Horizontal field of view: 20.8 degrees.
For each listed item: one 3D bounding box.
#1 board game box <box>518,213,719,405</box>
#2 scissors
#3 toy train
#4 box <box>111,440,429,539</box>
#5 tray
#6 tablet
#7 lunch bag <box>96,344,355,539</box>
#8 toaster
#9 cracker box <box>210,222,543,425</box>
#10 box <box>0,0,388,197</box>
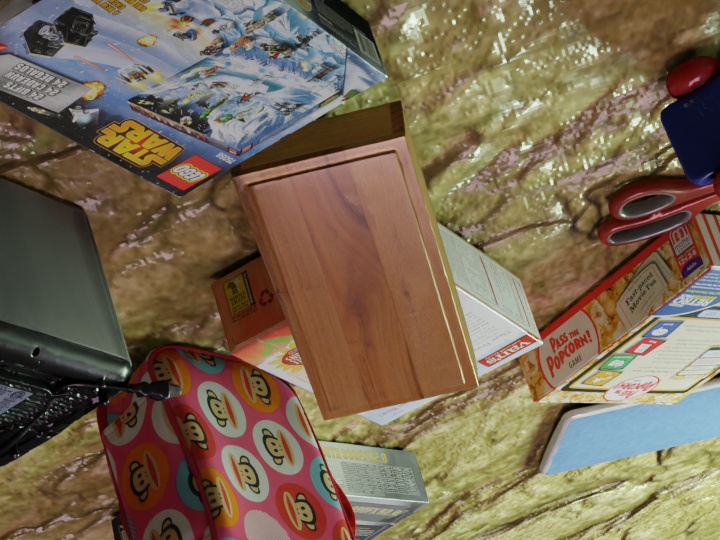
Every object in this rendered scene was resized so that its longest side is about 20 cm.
[{"bbox_3d":[0.233,0.033,1.427,0.151,0.046,0.200,4,147,-38],"label":"board game box"},{"bbox_3d":[0.251,-0.061,1.296,0.199,0.014,0.073,-18,152,-1],"label":"scissors"},{"bbox_3d":[0.284,-0.113,1.143,0.200,0.085,0.116,-30,162,24],"label":"toy train"},{"bbox_3d":[-0.070,0.189,1.544,0.200,0.049,0.158,11,142,-45],"label":"box"},{"bbox_3d":[0.000,0.000,1.133,0.098,0.037,0.200,-13,131,6],"label":"tray"},{"bbox_3d":[0.255,0.126,1.661,0.199,0.014,0.130,-11,154,-12],"label":"tablet"},{"bbox_3d":[-0.074,0.151,1.297,0.176,0.201,0.082,14,136,-46],"label":"lunch bag"},{"bbox_3d":[-0.237,0.039,1.065,0.180,0.119,0.200,-30,151,26],"label":"toaster"},{"bbox_3d":[0.015,0.028,1.268,0.134,0.058,0.200,-28,151,19],"label":"cracker box"},{"bbox_3d":[-0.094,-0.110,0.950,0.137,0.040,0.200,-29,152,19],"label":"box"}]
